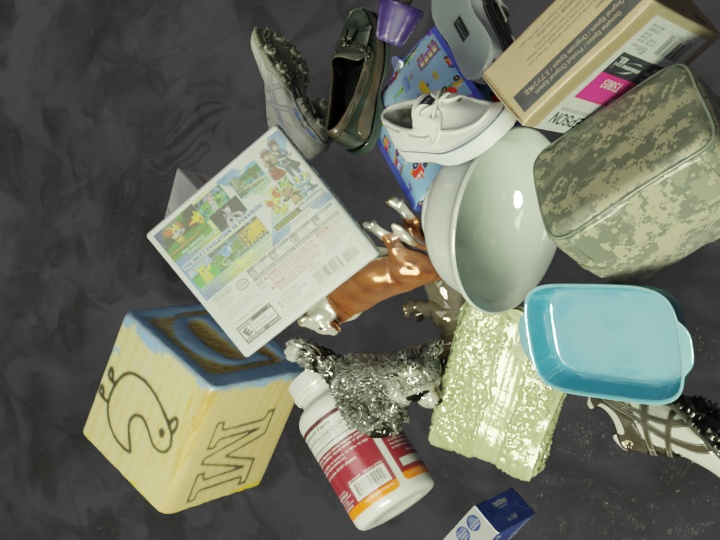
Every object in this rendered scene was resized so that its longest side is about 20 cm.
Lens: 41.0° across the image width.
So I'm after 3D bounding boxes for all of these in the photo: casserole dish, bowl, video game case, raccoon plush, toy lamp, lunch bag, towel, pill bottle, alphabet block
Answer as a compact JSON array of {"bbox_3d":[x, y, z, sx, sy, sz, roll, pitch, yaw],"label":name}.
[{"bbox_3d":[0.250,0.067,0.969,0.200,0.039,0.121,1,107,48],"label":"casserole dish"},{"bbox_3d":[0.131,-0.060,1.046,0.090,0.201,0.201,18,103,43],"label":"bowl"},{"bbox_3d":[-0.110,-0.031,1.080,0.200,0.022,0.182,-38,94,14],"label":"video game case"},{"bbox_3d":[0.003,0.109,1.117,0.200,0.097,0.134,23,133,5],"label":"raccoon plush"},{"bbox_3d":[0.068,-0.369,1.151,0.058,0.058,0.200,27,105,32],"label":"toy lamp"},{"bbox_3d":[0.291,-0.075,0.945,0.200,0.168,0.139,-35,37,30],"label":"lunch bag"},{"bbox_3d":[0.086,-0.188,1.144,0.151,0.094,0.200,-51,55,29],"label":"lunch bag"},{"bbox_3d":[0.161,0.133,1.095,0.148,0.036,0.200,19,109,13],"label":"towel"},{"bbox_3d":[-0.005,0.211,1.204,0.113,0.113,0.200,-45,67,29],"label":"pill bottle"},{"bbox_3d":[-0.224,0.178,1.313,0.195,0.196,0.200,35,112,32],"label":"alphabet block"}]

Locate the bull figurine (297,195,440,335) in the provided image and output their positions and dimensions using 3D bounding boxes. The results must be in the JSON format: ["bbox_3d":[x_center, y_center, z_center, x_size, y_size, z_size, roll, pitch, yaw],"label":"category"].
[{"bbox_3d":[0.000,0.000,1.128,0.200,0.065,0.121,-24,110,23],"label":"bull figurine"}]

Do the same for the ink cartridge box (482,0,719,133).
[{"bbox_3d":[0.242,-0.213,0.949,0.165,0.200,0.075,-45,67,30],"label":"ink cartridge box"}]

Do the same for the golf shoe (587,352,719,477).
[{"bbox_3d":[0.320,0.165,0.993,0.200,0.078,0.095,47,121,37],"label":"golf shoe"}]

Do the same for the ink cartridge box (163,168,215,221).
[{"bbox_3d":[-0.129,-0.056,1.203,0.145,0.200,0.084,42,119,60],"label":"ink cartridge box"}]

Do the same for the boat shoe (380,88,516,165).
[{"bbox_3d":[0.081,-0.152,0.993,0.074,0.065,0.200,-51,22,-19],"label":"boat shoe"}]

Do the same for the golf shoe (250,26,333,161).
[{"bbox_3d":[-0.107,-0.231,1.285,0.097,0.078,0.200,-41,68,37],"label":"golf shoe"}]

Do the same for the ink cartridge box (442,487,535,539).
[{"bbox_3d":[0.113,0.344,1.135,0.044,0.094,0.200,47,117,25],"label":"ink cartridge box"}]

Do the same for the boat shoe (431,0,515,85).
[{"bbox_3d":[0.139,-0.283,1.102,0.074,0.068,0.199,-53,39,33],"label":"boat shoe"}]

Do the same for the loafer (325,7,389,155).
[{"bbox_3d":[-0.008,-0.242,1.183,0.072,0.063,0.200,-18,63,41],"label":"loafer"}]

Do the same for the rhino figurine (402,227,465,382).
[{"bbox_3d":[0.100,0.045,1.152,0.087,0.060,0.200,-5,92,26],"label":"rhino figurine"}]
